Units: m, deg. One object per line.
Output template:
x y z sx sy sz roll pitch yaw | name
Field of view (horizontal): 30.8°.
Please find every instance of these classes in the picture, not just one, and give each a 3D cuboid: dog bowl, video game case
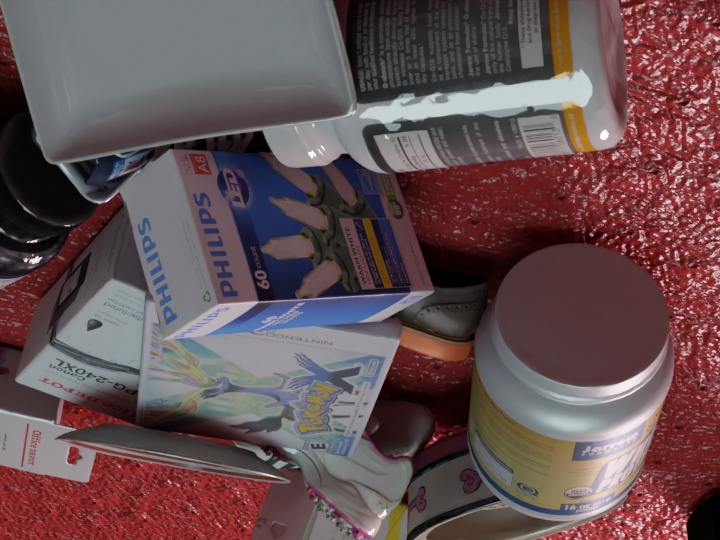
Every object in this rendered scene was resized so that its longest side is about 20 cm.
0.131 0.188 1.152 0.200 0.074 0.200 -11 157 -5 | dog bowl
-0.076 0.081 0.994 0.182 0.022 0.200 9 147 -6 | video game case

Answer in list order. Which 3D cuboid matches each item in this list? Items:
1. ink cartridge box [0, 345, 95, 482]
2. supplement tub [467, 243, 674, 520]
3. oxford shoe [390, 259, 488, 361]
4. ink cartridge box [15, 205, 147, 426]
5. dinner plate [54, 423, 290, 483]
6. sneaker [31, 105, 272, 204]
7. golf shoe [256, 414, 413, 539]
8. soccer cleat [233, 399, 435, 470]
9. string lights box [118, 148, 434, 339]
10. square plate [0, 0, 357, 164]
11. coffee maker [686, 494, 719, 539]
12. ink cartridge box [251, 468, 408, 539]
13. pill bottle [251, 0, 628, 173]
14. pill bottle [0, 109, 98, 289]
-0.338 0.125 1.212 0.200 0.068 0.115 15 144 -9 | ink cartridge box
0.156 0.087 0.988 0.144 0.145 0.200 5 145 5 | supplement tub
0.000 0.000 0.986 0.200 0.071 0.073 19 113 -6 | oxford shoe
-0.169 0.045 1.049 0.145 0.083 0.200 24 141 -24 | ink cartridge box
-0.155 0.152 1.099 0.200 0.024 0.200 10 169 2 | dinner plate
-0.110 -0.087 0.831 0.200 0.109 0.070 17 145 -12 | sneaker
-0.040 0.136 1.123 0.200 0.092 0.075 45 169 2 | golf shoe
-0.031 0.144 1.178 0.200 0.069 0.085 -7 147 28 | soccer cleat
-0.049 -0.018 0.843 0.059 0.103 0.200 -30 163 38 | string lights box
-0.110 -0.168 0.714 0.200 0.028 0.198 -7 107 21 | square plate
0.362 0.319 1.224 0.135 0.200 0.192 31 137 -26 | coffee maker
0.013 0.265 1.283 0.200 0.084 0.145 23 167 -21 | ink cartridge box
0.047 -0.116 0.752 0.200 0.116 0.116 -4 143 19 | pill bottle
-0.278 -0.038 0.932 0.200 0.112 0.112 -24 134 37 | pill bottle
